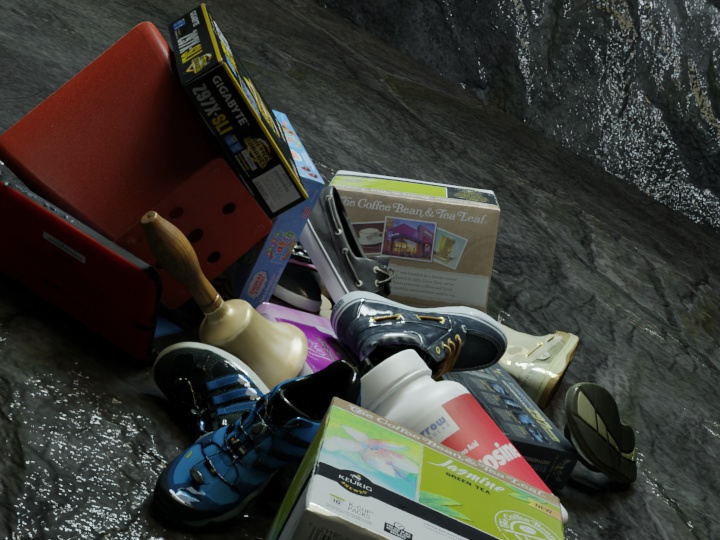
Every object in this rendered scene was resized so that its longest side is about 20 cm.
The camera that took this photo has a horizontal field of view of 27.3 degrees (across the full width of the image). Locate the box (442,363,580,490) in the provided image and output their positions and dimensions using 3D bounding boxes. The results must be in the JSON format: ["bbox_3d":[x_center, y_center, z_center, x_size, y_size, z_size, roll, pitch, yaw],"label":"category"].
[{"bbox_3d":[0.119,0.149,1.578,0.158,0.051,0.200,14,20,-30],"label":"box"}]

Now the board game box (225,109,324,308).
[{"bbox_3d":[-0.104,-0.070,1.573,0.037,0.151,0.200,18,19,-24],"label":"board game box"}]

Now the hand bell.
[{"bbox_3d":[-0.138,0.024,1.329,0.200,0.104,0.104,57,-4,-37],"label":"hand bell"}]

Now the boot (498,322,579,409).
[{"bbox_3d":[0.179,0.090,1.807,0.155,0.072,0.200,26,17,8],"label":"boot"}]

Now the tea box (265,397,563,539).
[{"bbox_3d":[0.034,0.220,1.086,0.200,0.134,0.197,25,17,-4],"label":"tea box"}]

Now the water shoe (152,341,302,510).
[{"bbox_3d":[-0.113,0.129,1.277,0.200,0.072,0.079,33,24,22],"label":"water shoe"}]

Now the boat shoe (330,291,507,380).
[{"bbox_3d":[0.070,0.080,1.451,0.200,0.071,0.091,11,25,-28],"label":"boat shoe"}]

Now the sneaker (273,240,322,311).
[{"bbox_3d":[-0.069,-0.036,1.614,0.071,0.099,0.200,21,20,-25],"label":"sneaker"}]

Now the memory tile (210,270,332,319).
[{"bbox_3d":[-0.105,0.018,1.601,0.153,0.017,0.200,6,28,-50],"label":"memory tile"}]

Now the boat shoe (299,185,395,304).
[{"bbox_3d":[0.000,0.000,1.542,0.200,0.066,0.070,60,15,16],"label":"boat shoe"}]

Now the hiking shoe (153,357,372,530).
[{"bbox_3d":[-0.082,0.130,1.187,0.200,0.087,0.074,-29,59,-33],"label":"hiking shoe"}]

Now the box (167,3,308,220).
[{"bbox_3d":[-0.121,-0.158,1.439,0.160,0.049,0.200,56,5,-26],"label":"box"}]

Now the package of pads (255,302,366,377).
[{"bbox_3d":[-0.031,0.115,1.422,0.120,0.076,0.200,17,19,-34],"label":"package of pads"}]

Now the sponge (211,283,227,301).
[{"bbox_3d":[-0.131,0.027,1.613,0.111,0.030,0.200,12,21,-37],"label":"sponge"}]

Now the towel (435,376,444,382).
[{"bbox_3d":[0.051,0.137,1.492,0.018,0.086,0.200,62,-5,-34],"label":"towel"}]

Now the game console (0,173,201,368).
[{"bbox_3d":[-0.248,-0.007,1.413,0.200,0.172,0.119,30,44,15],"label":"game console"}]

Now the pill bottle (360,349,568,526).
[{"bbox_3d":[0.075,0.169,1.272,0.200,0.112,0.112,50,24,16],"label":"pill bottle"}]

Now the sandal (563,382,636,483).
[{"bbox_3d":[0.251,0.183,1.596,0.057,0.080,0.201,-1,-27,25],"label":"sandal"}]

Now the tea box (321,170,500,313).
[{"bbox_3d":[0.057,-0.035,1.767,0.200,0.134,0.197,8,9,2],"label":"tea box"}]

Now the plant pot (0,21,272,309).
[{"bbox_3d":[-0.204,-0.083,1.469,0.176,0.200,0.200,49,-3,37],"label":"plant pot"}]
